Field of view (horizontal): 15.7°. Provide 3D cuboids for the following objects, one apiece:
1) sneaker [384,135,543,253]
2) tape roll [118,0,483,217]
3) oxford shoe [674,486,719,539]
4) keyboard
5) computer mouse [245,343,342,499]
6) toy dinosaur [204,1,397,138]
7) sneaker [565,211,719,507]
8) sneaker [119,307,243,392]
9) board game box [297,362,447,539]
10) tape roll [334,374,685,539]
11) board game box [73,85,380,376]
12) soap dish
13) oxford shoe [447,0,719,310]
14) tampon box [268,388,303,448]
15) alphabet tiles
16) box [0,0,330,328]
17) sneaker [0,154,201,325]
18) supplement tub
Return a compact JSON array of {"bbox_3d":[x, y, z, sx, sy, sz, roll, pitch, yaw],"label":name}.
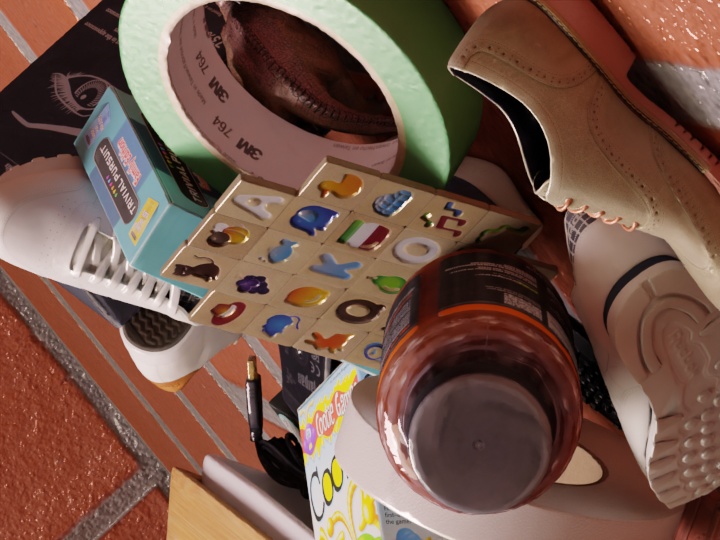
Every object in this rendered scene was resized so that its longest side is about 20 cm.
[{"bbox_3d":[0.029,-0.026,1.550,0.075,0.084,0.200,51,167,-15],"label":"sneaker"},{"bbox_3d":[-0.034,-0.105,1.410,0.199,0.048,0.201,19,143,15],"label":"tape roll"},{"bbox_3d":[0.217,0.161,1.494,0.073,0.071,0.200,20,-174,-10],"label":"oxford shoe"},{"bbox_3d":[0.101,0.048,1.638,0.200,0.040,0.104,40,165,35],"label":"keyboard"},{"bbox_3d":[-0.034,0.065,1.738,0.140,0.046,0.201,28,131,54],"label":"computer mouse"},{"bbox_3d":[-0.053,-0.125,1.513,0.200,0.086,0.136,40,168,41],"label":"toy dinosaur"},{"bbox_3d":[0.156,0.044,1.364,0.081,0.076,0.201,48,165,42],"label":"sneaker"},{"bbox_3d":[-0.091,-0.008,1.733,0.073,0.200,0.085,27,157,22],"label":"sneaker"},{"bbox_3d":[0.037,0.161,1.601,0.103,0.104,0.201,133,133,-57],"label":"board game box"},{"bbox_3d":[0.083,0.112,1.466,0.202,0.037,0.203,16,-166,-4],"label":"tape roll"},{"bbox_3d":[-0.062,-0.020,1.550,0.199,0.047,0.151,25,-161,-30],"label":"board game box"},{"bbox_3d":[-0.029,0.210,1.769,0.157,0.082,0.200,25,-176,-42],"label":"soap dish"},{"bbox_3d":[0.118,-0.045,1.220,0.200,0.074,0.071,49,167,-6],"label":"oxford shoe"},{"bbox_3d":[0.058,0.127,1.813,0.150,0.126,0.200,54,166,-27],"label":"tampon box"},{"bbox_3d":[0.000,0.000,1.442,0.199,0.006,0.166,15,142,-25],"label":"alphabet tiles"},{"bbox_3d":[-0.146,-0.085,1.686,0.148,0.200,0.105,34,162,47],"label":"box"},{"bbox_3d":[-0.137,-0.012,1.573,0.199,0.077,0.081,13,-158,-35],"label":"sneaker"},{"bbox_3d":[0.060,0.060,1.343,0.107,0.107,0.200,49,-169,-8],"label":"supplement tub"}]
